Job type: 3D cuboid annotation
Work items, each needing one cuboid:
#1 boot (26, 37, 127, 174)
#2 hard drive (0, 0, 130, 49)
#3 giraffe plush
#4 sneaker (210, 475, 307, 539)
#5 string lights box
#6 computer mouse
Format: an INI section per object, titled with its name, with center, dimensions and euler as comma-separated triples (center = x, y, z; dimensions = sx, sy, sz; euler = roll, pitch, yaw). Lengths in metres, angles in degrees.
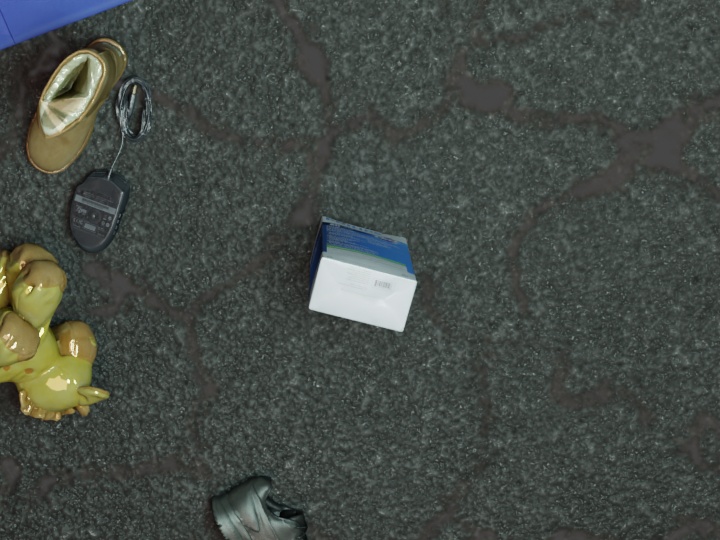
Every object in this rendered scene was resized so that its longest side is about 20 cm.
[boot]
center = -0.308, -0.164, 1.644
dimensions = 0.066, 0.200, 0.176
euler = 28, 102, -8
[hard drive]
center = -0.314, -0.329, 1.672
dimensions = 0.199, 0.025, 0.133
euler = -21, 117, -1
[giraffe plush]
center = -0.355, 0.091, 1.744
dimensions = 0.162, 0.172, 0.201
euler = 35, 90, -31
[sneaker]
center = -0.091, 0.328, 1.845
dimensions = 0.090, 0.076, 0.201
euler = -33, 105, -1
[string lights box]
center = 0.000, 0.000, 1.696
dimensions = 0.102, 0.200, 0.059
euler = 14, 103, -5
[computer mouse]
center = -0.271, -0.116, 1.750
dimensions = 0.058, 0.034, 0.201
euler = 22, 98, 10
